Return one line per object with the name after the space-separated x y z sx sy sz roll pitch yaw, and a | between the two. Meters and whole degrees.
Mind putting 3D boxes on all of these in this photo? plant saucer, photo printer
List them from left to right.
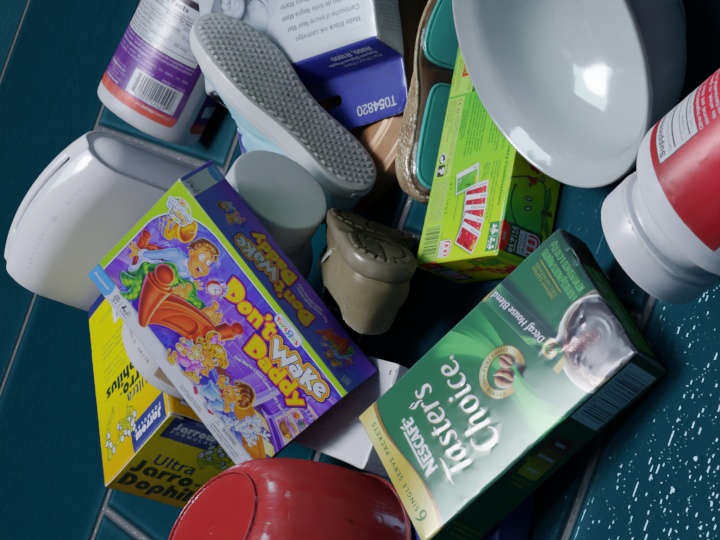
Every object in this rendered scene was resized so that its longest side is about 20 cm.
-0.207 -0.033 1.827 0.167 0.199 0.070 -50 36 28 | photo printer
0.000 -0.147 1.726 0.200 0.032 0.202 -36 45 45 | plant saucer

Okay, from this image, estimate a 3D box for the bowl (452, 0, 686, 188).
0.157 -0.166 1.394 0.201 0.090 0.203 39 142 38 | bowl

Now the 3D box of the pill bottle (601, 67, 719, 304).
0.239 -0.068 1.225 0.200 0.111 0.113 -43 40 38 | pill bottle

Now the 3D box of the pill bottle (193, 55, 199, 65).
-0.063 -0.252 1.807 0.201 0.111 0.112 -53 35 26 | pill bottle

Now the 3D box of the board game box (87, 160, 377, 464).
-0.099 0.038 1.542 0.201 0.045 0.134 51 128 4 | board game box

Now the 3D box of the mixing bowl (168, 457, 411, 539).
-0.071 0.211 1.464 0.200 0.108 0.201 -36 35 30 | mixing bowl

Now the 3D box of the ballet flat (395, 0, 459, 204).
0.063 -0.147 1.597 0.065 0.070 0.202 159 129 -69 | ballet flat

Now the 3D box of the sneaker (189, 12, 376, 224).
-0.078 -0.116 1.667 0.200 0.074 0.082 50 134 9 | sneaker

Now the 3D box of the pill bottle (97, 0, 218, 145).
-0.161 -0.231 1.949 0.201 0.111 0.112 -61 32 14 | pill bottle

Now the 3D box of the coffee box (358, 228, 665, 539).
0.098 0.084 1.374 0.200 0.044 0.123 -43 49 18 | coffee box

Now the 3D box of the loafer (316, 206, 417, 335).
0.000 0.000 1.555 0.200 0.075 0.068 -87 17 -81 | loafer

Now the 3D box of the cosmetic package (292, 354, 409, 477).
-0.016 0.103 1.591 0.199 0.050 0.083 13 85 59 | cosmetic package

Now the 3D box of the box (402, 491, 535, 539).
0.076 0.157 1.435 0.121 0.032 0.202 -12 62 55 | box

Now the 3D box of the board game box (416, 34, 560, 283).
0.105 -0.097 1.514 0.101 0.047 0.202 -8 67 55 | board game box

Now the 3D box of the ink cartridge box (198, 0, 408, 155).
-0.053 -0.209 1.694 0.198 0.040 0.202 -15 78 40 | ink cartridge box

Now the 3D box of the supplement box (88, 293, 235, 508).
-0.157 0.090 1.764 0.110 0.108 0.201 -47 38 33 | supplement box

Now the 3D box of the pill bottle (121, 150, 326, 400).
-0.105 0.003 1.631 0.201 0.110 0.112 -56 33 38 | pill bottle
